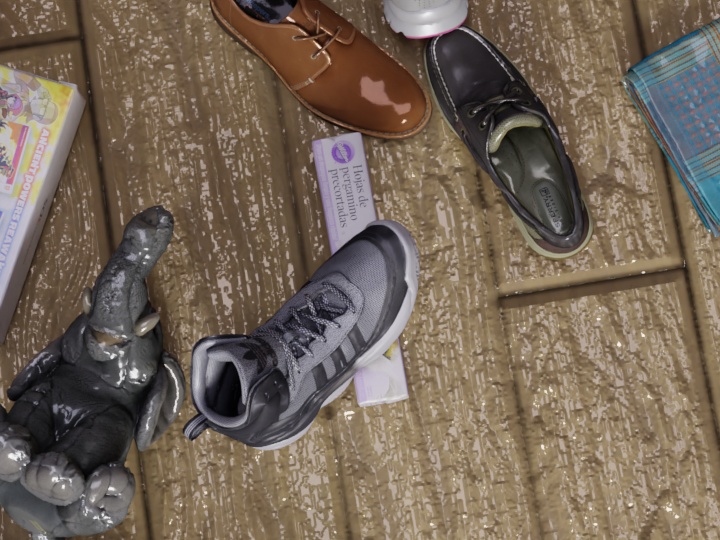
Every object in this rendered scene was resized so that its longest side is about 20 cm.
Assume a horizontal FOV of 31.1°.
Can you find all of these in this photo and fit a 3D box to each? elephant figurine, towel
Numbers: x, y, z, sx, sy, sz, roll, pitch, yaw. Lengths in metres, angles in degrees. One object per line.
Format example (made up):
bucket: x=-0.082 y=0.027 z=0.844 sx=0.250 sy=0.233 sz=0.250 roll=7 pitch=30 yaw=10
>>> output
elephant figurine: x=-0.181 y=0.080 z=0.907 sx=0.142 sy=0.155 sz=0.200 roll=46 pitch=53 yaw=-27
towel: x=0.318 y=-0.136 z=0.988 sx=0.200 sy=0.022 sz=0.147 roll=-29 pitch=83 yaw=-4

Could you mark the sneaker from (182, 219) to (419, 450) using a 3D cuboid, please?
sneaker: x=-0.043 y=0.048 z=0.883 sx=0.075 sy=0.114 sz=0.200 roll=45 pitch=107 yaw=22

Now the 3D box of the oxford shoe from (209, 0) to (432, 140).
oxford shoe: x=-0.033 y=-0.166 z=0.967 sx=0.200 sy=0.071 sz=0.071 roll=34 pitch=81 yaw=3

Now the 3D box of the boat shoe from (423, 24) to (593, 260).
boat shoe: x=0.113 y=-0.102 z=0.959 sx=0.072 sy=0.066 sz=0.201 roll=-28 pitch=82 yaw=-2

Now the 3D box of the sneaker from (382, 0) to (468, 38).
sneaker: x=0.036 y=-0.279 z=0.966 sx=0.081 sy=0.088 sz=0.201 roll=-16 pitch=69 yaw=-2

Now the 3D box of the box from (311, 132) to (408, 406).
box: x=0.000 y=0.000 z=0.957 sx=0.039 sy=0.041 sz=0.201 roll=-10 pitch=81 yaw=-1

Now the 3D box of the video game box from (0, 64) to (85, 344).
video game box: x=-0.323 y=-0.066 z=0.963 sx=0.182 sy=0.047 sz=0.201 roll=17 pitch=82 yaw=5
